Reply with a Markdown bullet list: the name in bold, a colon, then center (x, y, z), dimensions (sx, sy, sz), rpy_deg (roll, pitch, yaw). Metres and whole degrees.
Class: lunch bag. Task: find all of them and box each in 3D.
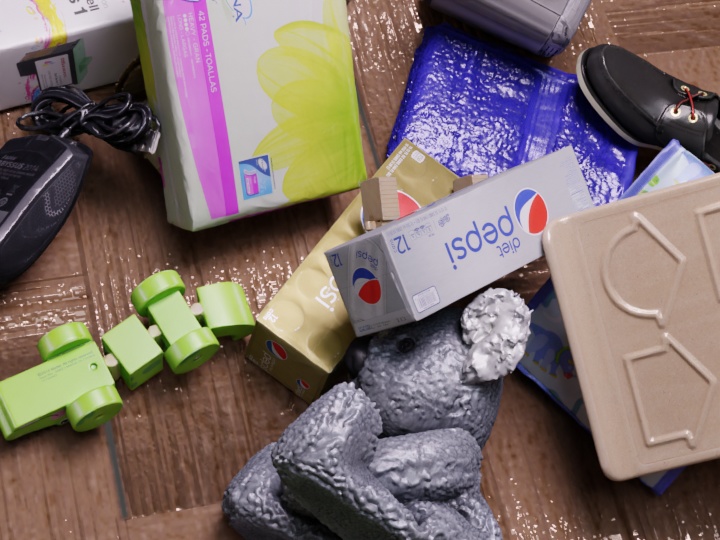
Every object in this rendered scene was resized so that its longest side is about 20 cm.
- **lunch bag**: center (0.225, 0.038, 1.121), dimensions (0.170, 0.127, 0.200), rpy_deg (42, 91, 12)

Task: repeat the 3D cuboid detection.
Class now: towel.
- **towel**: center (0.129, -0.115, 1.221), dimensions (0.198, 0.050, 0.149), rpy_deg (18, 59, -3)

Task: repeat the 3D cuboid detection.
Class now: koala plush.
- **koala plush**: center (0.037, 0.110, 1.022), dimensions (0.183, 0.177, 0.201), rpy_deg (32, 59, -8)

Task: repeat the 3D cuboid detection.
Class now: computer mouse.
- **computer mouse**: center (-0.237, -0.047, 1.088), dimensions (0.138, 0.053, 0.200), rpy_deg (17, 56, 41)

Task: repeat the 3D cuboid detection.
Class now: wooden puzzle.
- **wooden puzzle**: center (0.240, 0.031, 1.038), dimensions (0.198, 0.046, 0.187), rpy_deg (-15, 91, 7)

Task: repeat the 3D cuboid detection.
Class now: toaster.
- **toaster**: center (0.124, -0.243, 1.229), dimensions (0.128, 0.200, 0.115), rpy_deg (28, 92, -1)

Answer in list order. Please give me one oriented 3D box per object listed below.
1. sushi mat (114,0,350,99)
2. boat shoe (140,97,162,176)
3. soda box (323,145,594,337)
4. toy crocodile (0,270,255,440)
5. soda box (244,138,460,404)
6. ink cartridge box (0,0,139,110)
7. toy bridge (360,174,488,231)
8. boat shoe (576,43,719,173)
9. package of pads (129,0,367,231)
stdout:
- **sushi mat**: center (-0.095, -0.181, 1.183), dimensions (0.198, 0.096, 0.012), rpy_deg (-23, 89, -23)
- **boat shoe**: center (-0.083, -0.130, 1.181), dimensions (0.199, 0.072, 0.077), rpy_deg (-31, 89, -18)
- **soda box**: center (0.073, -0.022, 1.041), dimensions (0.199, 0.068, 0.064), rpy_deg (-25, 95, -40)
- **toy crocodile**: center (-0.164, 0.061, 1.063), dimensions (0.199, 0.062, 0.068), rpy_deg (-29, 72, -19)
- **soda box**: center (0.000, 0.000, 1.123), dimensions (0.067, 0.064, 0.200), rpy_deg (35, 61, 6)
- **ink cartridge box**: center (-0.270, -0.208, 1.163), dimensions (0.198, 0.084, 0.146), rpy_deg (-17, 67, -21)
- **toy bridge**: center (0.085, -0.036, 1.119), dimensions (0.198, 0.027, 0.068), rpy_deg (-4, 86, -34)
- **boat shoe**: center (0.261, -0.122, 1.210), dimensions (0.200, 0.063, 0.074), rpy_deg (34, 58, -15)
- **package of pads**: center (-0.078, -0.144, 1.108), dimensions (0.153, 0.068, 0.202), rpy_deg (-15, 106, -25)
